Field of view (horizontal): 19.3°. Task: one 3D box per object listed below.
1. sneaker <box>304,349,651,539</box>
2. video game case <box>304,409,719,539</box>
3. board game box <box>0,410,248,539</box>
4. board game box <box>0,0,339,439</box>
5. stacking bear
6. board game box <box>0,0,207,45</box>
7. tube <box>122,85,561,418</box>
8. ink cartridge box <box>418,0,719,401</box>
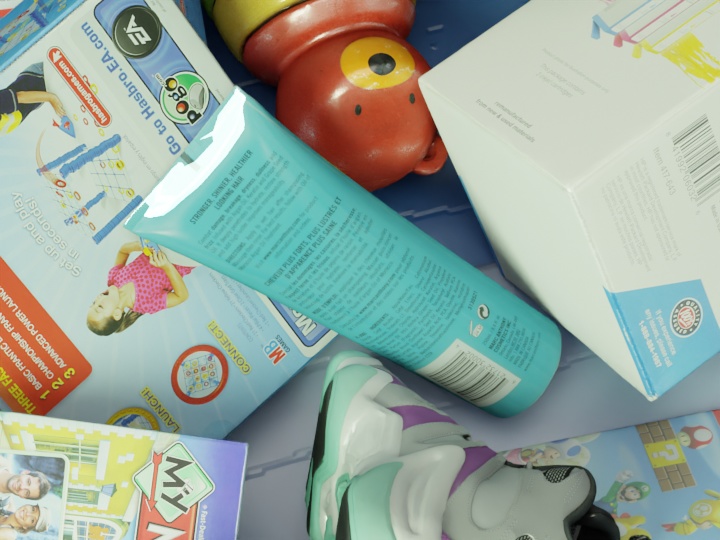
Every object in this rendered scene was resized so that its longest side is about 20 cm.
[{"bbox_3d":[0.052,0.100,0.887,0.140,0.200,0.078,7,114,-8],"label":"sneaker"},{"bbox_3d":[0.083,0.126,0.909,0.199,0.017,0.143,-10,36,-3],"label":"video game case"},{"bbox_3d":[-0.124,0.160,0.848,0.134,0.029,0.201,8,82,-9],"label":"board game box"},{"bbox_3d":[-0.121,-0.002,0.910,0.196,0.056,0.200,-42,119,-11],"label":"board game box"},{"bbox_3d":[-0.020,-0.131,0.976,0.121,0.114,0.200,-10,71,-25],"label":"stacking bear"},{"bbox_3d":[-0.157,-0.176,0.961,0.151,0.037,0.201,-4,104,19],"label":"board game box"},{"bbox_3d":[0.000,0.000,0.915,0.200,0.050,0.077,32,103,-29],"label":"tube"},{"bbox_3d":[0.154,-0.070,0.930,0.200,0.129,0.125,-35,38,-11],"label":"ink cartridge box"}]
